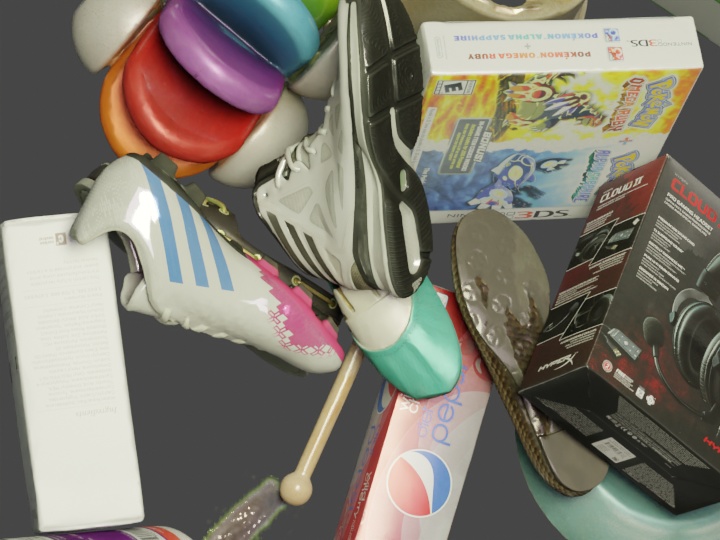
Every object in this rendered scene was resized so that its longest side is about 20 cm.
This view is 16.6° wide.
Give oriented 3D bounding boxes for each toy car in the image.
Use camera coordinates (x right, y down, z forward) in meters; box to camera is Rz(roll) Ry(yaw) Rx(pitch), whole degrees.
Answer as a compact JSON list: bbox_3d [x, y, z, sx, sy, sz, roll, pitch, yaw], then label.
[{"bbox_3d":[-0.093,-0.141,1.593,0.175,0.150,0.200,40,117,-10],"label":"toy car"}]

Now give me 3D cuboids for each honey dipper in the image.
[{"bbox_3d":[-0.009,0.066,1.673,0.038,0.038,0.201,26,85,-8],"label":"honey dipper"}]

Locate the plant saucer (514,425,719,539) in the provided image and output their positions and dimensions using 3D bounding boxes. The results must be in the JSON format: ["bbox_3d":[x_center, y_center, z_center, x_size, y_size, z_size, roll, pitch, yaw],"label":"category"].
[{"bbox_3d":[0.206,0.110,1.686,0.199,0.036,0.201,5,68,-11],"label":"plant saucer"}]

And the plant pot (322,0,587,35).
[{"bbox_3d":[0.081,-0.215,1.645,0.199,0.183,0.202,1,83,-11],"label":"plant pot"}]

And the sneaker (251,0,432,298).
[{"bbox_3d":[-0.023,-0.082,1.543,0.115,0.076,0.202,5,110,28],"label":"sneaker"}]

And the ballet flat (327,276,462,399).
[{"bbox_3d":[0.000,0.000,1.625,0.067,0.070,0.201,-38,58,20],"label":"ballet flat"}]

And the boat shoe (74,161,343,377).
[{"bbox_3d":[-0.100,-0.011,1.647,0.201,0.072,0.061,39,74,-12],"label":"boat shoe"}]

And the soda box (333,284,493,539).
[{"bbox_3d":[0.039,0.115,1.659,0.063,0.070,0.201,19,79,-11],"label":"soda box"}]

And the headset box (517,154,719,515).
[{"bbox_3d":[0.208,0.035,1.628,0.149,0.077,0.201,39,56,-20],"label":"headset box"}]

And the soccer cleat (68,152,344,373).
[{"bbox_3d":[-0.101,0.013,1.572,0.200,0.070,0.086,44,78,-14],"label":"soccer cleat"}]

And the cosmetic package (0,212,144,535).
[{"bbox_3d":[-0.191,0.069,1.603,0.074,0.102,0.201,-6,84,-11],"label":"cosmetic package"}]

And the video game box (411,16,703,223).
[{"bbox_3d":[0.113,-0.096,1.632,0.181,0.200,0.047,-5,63,-12],"label":"video game box"}]

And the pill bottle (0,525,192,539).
[{"bbox_3d":[-0.190,0.222,1.540,0.199,0.112,0.113,0,83,-44],"label":"pill bottle"}]

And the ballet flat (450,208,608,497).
[{"bbox_3d":[0.107,0.056,1.630,0.067,0.046,0.201,-24,89,-20],"label":"ballet flat"}]

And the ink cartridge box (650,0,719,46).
[{"bbox_3d":[0.302,-0.255,1.745,0.144,0.084,0.201,32,78,-7],"label":"ink cartridge box"}]
